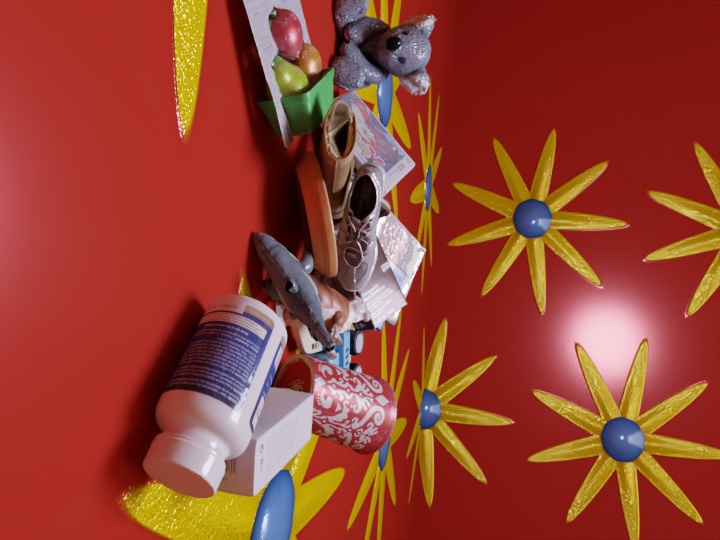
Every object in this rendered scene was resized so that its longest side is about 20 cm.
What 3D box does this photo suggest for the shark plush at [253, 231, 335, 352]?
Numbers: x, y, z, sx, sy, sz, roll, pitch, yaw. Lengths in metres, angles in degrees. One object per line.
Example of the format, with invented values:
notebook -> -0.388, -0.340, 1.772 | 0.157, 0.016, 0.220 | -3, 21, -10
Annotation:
shark plush -> -0.099, 0.037, 0.786 | 0.084, 0.088, 0.205 | 60, 7, -60

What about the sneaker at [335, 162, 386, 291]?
sneaker -> -0.008, -0.068, 0.868 | 0.082, 0.072, 0.208 | -32, 130, -78

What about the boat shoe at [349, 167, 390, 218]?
boat shoe -> -0.008, -0.158, 1.046 | 0.200, 0.073, 0.078 | 19, 63, -52

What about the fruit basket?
fruit basket -> -0.109, -0.307, 0.800 | 0.187, 0.091, 0.205 | -66, 141, -52

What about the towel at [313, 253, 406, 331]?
towel -> 0.001, 0.014, 1.119 | 0.199, 0.023, 0.150 | 38, 71, -30

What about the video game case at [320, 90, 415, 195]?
video game case -> 0.012, -0.251, 1.068 | 0.201, 0.023, 0.183 | 48, 34, -4

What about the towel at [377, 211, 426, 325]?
towel -> 0.053, -0.006, 1.201 | 0.190, 0.032, 0.205 | 36, 74, -41

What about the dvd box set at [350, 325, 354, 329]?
dvd box set -> -0.035, 0.056, 1.246 | 0.204, 0.028, 0.149 | 79, 20, -45

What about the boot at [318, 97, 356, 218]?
boot -> -0.034, -0.198, 0.869 | 0.201, 0.063, 0.182 | 102, -14, -69

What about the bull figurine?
bull figurine -> -0.062, 0.065, 0.911 | 0.197, 0.065, 0.124 | 32, 37, -31

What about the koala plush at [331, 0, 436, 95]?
koala plush -> 0.056, -0.449, 1.129 | 0.183, 0.192, 0.185 | -9, 103, -75

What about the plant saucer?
plant saucer -> -0.076, -0.088, 0.899 | 0.200, 0.036, 0.208 | 167, -89, -80

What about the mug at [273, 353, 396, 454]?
mug -> -0.059, 0.241, 0.951 | 0.198, 0.178, 0.135 | 30, 22, -41

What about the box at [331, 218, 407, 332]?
box -> 0.000, 0.000, 1.043 | 0.099, 0.074, 0.205 | -31, 98, -33

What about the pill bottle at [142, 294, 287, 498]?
pill bottle -> -0.162, 0.138, 0.626 | 0.113, 0.107, 0.204 | 79, 21, -45

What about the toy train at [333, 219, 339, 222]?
toy train -> -0.021, -0.178, 1.139 | 0.115, 0.084, 0.207 | -50, 143, -56

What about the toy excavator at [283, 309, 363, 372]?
toy excavator -> -0.074, 0.144, 1.025 | 0.199, 0.096, 0.203 | -15, 107, -66

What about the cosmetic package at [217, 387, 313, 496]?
cosmetic package -> -0.141, 0.223, 0.754 | 0.199, 0.098, 0.077 | -8, 103, -74
